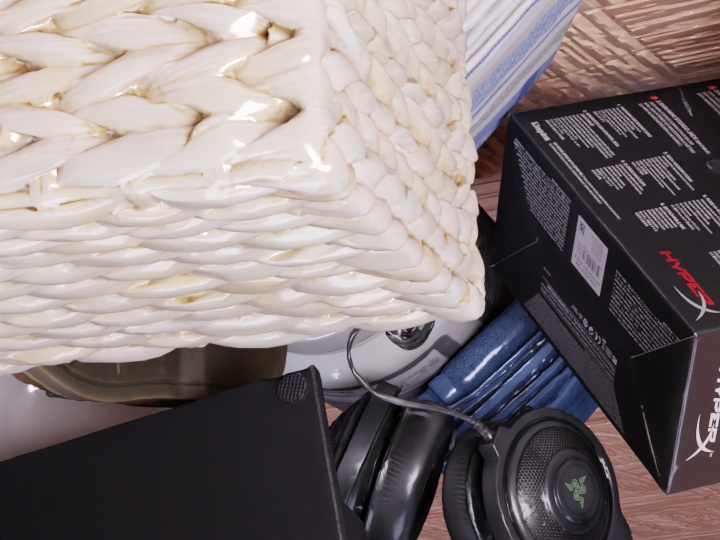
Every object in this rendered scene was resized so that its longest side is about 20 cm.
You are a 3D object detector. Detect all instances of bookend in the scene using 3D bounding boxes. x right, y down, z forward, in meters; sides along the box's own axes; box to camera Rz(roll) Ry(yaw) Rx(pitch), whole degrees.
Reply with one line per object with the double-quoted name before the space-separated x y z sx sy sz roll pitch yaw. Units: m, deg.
"bookend" -0.069 0.141 0.876 0.200 0.092 0.199 -18 149 13

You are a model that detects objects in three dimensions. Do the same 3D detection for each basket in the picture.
"basket" -0.080 -0.069 0.589 0.200 0.161 0.198 -6 168 12

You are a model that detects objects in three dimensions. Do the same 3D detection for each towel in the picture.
"towel" 0.026 -0.055 0.818 0.147 0.024 0.200 -47 174 -11
"towel" 0.107 0.020 1.032 0.200 0.049 0.112 -44 163 -3

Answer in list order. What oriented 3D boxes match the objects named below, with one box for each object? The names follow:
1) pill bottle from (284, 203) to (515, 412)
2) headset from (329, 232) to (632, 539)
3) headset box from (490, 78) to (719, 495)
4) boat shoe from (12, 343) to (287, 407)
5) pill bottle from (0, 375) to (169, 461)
"pill bottle" 0.000 0.000 1.018 0.114 0.114 0.200 -8 167 13
"headset" 0.042 0.071 0.931 0.123 0.094 0.200 8 143 25
"headset box" 0.171 -0.008 0.898 0.200 0.149 0.077 -10 128 -22
"boat shoe" -0.100 0.014 0.810 0.068 0.072 0.200 -1 164 27
"pill bottle" -0.093 0.068 1.010 0.111 0.111 0.200 -6 173 4
